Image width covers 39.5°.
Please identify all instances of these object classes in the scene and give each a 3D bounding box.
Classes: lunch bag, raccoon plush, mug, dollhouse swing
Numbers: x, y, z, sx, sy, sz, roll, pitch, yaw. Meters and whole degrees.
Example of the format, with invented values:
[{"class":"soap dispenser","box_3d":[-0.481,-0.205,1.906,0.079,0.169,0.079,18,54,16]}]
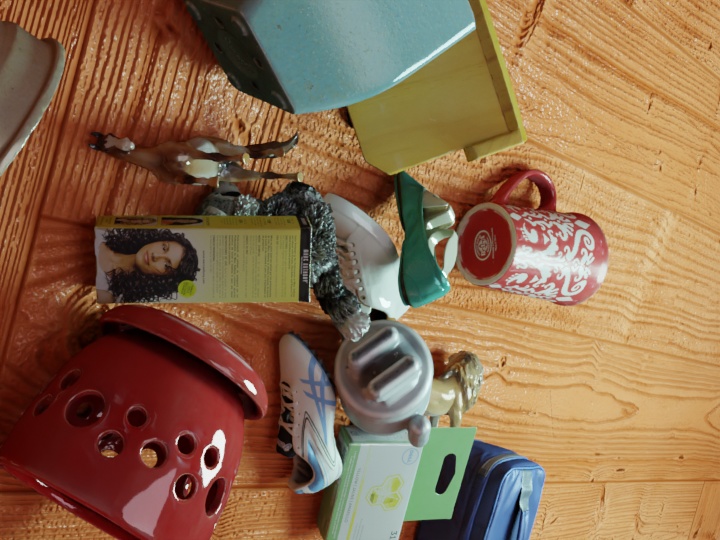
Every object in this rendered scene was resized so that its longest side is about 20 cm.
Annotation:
[{"class":"lunch bag","box_3d":[0.175,0.353,1.426,0.135,0.131,0.203,10,95,-48]},{"class":"raccoon plush","box_3d":[-0.083,-0.010,0.995,0.133,0.201,0.097,-19,150,-41]},{"class":"mug","box_3d":[0.220,-0.041,1.375,0.198,0.179,0.134,6,135,-44]},{"class":"dollhouse swing","box_3d":[0.079,-0.216,1.152,0.182,0.173,0.203,-38,110,-76]}]

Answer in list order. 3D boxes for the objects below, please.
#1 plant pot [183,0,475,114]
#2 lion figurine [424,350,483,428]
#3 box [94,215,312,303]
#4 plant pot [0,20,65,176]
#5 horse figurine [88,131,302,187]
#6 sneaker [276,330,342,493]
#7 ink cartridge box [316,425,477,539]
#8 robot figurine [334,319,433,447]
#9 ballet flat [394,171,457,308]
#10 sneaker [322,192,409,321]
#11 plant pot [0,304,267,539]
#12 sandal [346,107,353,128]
[{"class":"plant pot","box_3d":[-0.047,-0.261,0.939,0.200,0.195,0.197,-44,132,-15]},{"class":"lion figurine","box_3d":[0.085,0.165,1.310,0.198,0.072,0.125,6,95,-46]},{"class":"box","box_3d":[-0.144,-0.011,0.932,0.196,0.050,0.077,-2,107,-10]},{"class":"plant pot","box_3d":[-0.335,-0.138,0.674,0.183,0.199,0.202,42,72,-34]},{"class":"horse figurine","box_3d":[-0.140,-0.105,0.948,0.199,0.131,0.051,-17,113,-58]},{"class":"sneaker","box_3d":[-0.067,0.167,1.146,0.072,0.071,0.203,-23,116,-31]},{"class":"ink cartridge box","box_3d":[0.053,0.268,1.257,0.197,0.048,0.148,5,111,-23]},{"class":"robot figurine","box_3d":[0.027,0.127,1.163,0.112,0.171,0.200,-30,162,-8]},{"class":"ballet flat","box_3d":[0.078,-0.042,1.155,0.068,0.069,0.202,65,18,-46]},{"class":"sneaker","box_3d":[0.000,0.000,1.157,0.085,0.072,0.201,-50,132,-17]},{"class":"plant pot","box_3d":[-0.196,0.142,0.903,0.201,0.198,0.184,49,60,-44]},{"class":"sandal","box_3d":[0.065,-0.179,1.188,0.198,0.045,0.076,-2,103,-47]}]
